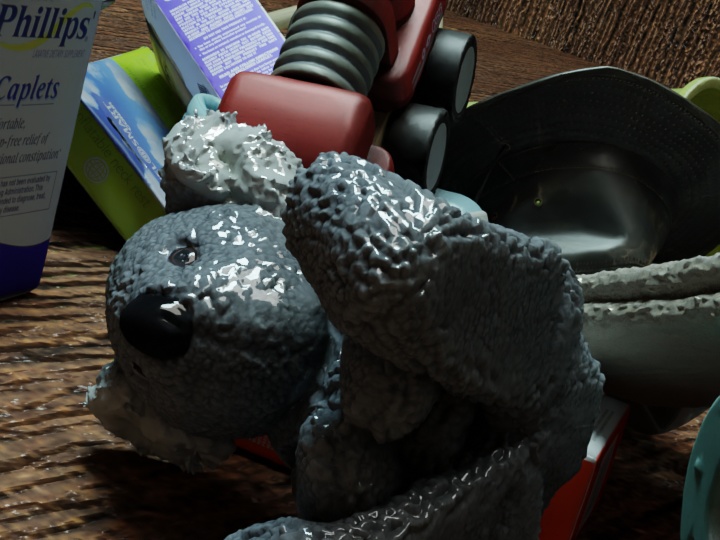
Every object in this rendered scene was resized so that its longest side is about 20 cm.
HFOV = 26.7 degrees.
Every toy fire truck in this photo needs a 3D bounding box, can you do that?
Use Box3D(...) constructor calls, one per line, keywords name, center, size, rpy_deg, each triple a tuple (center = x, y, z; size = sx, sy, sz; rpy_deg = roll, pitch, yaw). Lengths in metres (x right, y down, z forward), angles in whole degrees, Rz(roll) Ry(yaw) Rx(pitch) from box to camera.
Box3D(name="toy fire truck", center=(0.001, -0.098, 0.686), size=(0.128, 0.177, 0.201), rpy_deg=(13, -30, 14))

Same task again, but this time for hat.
Box3D(name="hat", center=(0.112, -0.015, 0.822), size=(0.199, 0.201, 0.081), rpy_deg=(14, 52, -6))

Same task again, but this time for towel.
Box3D(name="towel", center=(0.151, 0.031, 0.697), size=(0.132, 0.035, 0.199), rpy_deg=(22, -16, -29))

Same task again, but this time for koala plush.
Box3D(name="koala plush", center=(-0.025, 0.034, 0.600), size=(0.199, 0.179, 0.183), rpy_deg=(20, 11, 34))

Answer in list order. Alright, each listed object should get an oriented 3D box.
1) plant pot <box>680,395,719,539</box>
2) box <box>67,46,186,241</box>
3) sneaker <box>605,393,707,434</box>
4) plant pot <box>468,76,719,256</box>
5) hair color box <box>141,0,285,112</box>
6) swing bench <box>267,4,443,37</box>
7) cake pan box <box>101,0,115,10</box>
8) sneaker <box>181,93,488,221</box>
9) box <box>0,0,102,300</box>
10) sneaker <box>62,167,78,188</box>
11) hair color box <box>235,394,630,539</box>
Box3D(name="plant pot", center=(0.212, 0.104, 0.551), size=(0.160, 0.202, 0.201), rpy_deg=(2, 17, -10))
Box3D(name="box", center=(-0.146, -0.083, 1.005), size=(0.122, 0.048, 0.200), rpy_deg=(52, 14, -5))
Box3D(name="sneaker", center=(0.199, 0.040, 0.838), size=(0.080, 0.071, 0.200), rpy_deg=(-17, -10, -25))
Box3D(name="plant pot", center=(0.140, -0.039, 1.024), size=(0.183, 0.202, 0.200), rpy_deg=(12, 11, 31))
Box3D(name="hair color box", center=(-0.068, -0.103, 0.985), size=(0.064, 0.110, 0.201), rpy_deg=(-27, 65, -12))
Box3D(name="swing bench", center=(-0.021, -0.148, 1.178), size=(0.198, 0.131, 0.199), rpy_deg=(3, -10, 0))
Box3D(name="cake pan box", center=(-0.257, -0.148, 0.987), size=(0.053, 0.183, 0.200), rpy_deg=(57, 5, -10))
Box3D(name="sneaker", center=(-0.022, -0.055, 0.809), size=(0.199, 0.083, 0.074), rpy_deg=(11, 14, 27))
Box3D(name="box", center=(-0.245, -0.106, 0.792), size=(0.183, 0.201, 0.105), rpy_deg=(21, 15, 20))
Box3D(name="sneaker", center=(-0.220, -0.092, 1.018), size=(0.079, 0.076, 0.200), rpy_deg=(35, 27, 0))
Box3D(name="hair color box", center=(0.019, 0.066, 0.720), size=(0.199, 0.062, 0.101), rpy_deg=(21, 15, 15))
